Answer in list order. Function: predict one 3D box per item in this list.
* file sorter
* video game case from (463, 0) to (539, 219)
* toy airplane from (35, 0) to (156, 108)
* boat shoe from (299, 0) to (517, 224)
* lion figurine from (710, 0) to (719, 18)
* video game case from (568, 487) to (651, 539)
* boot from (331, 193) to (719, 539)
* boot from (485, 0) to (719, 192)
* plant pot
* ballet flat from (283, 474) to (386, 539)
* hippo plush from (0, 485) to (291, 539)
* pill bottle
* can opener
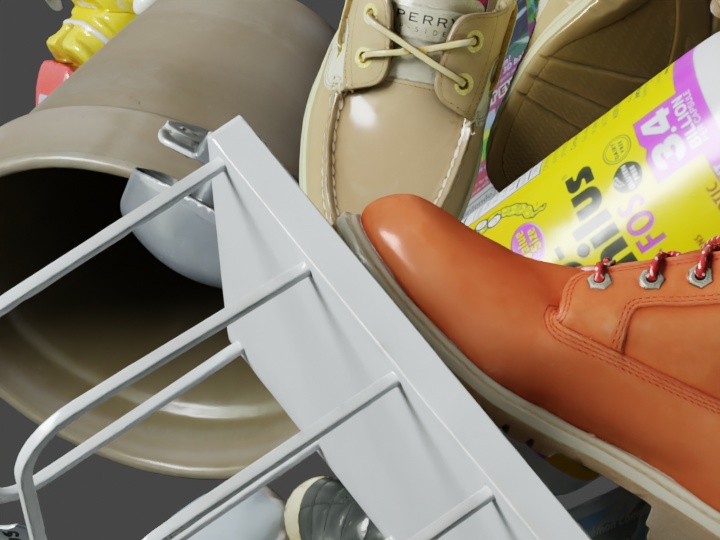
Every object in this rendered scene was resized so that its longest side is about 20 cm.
[{"bbox_3d":[-0.027,0.086,0.810,0.124,0.139,0.200,-32,66,-17],"label":"file sorter"},{"bbox_3d":[0.100,-0.072,1.076,0.200,0.023,0.183,-39,39,39],"label":"video game case"},{"bbox_3d":[-0.109,-0.167,1.357,0.200,0.141,0.200,-40,38,37],"label":"toy airplane"},{"bbox_3d":[0.021,-0.091,0.992,0.066,0.073,0.201,98,-177,-68],"label":"boat shoe"},{"bbox_3d":[0.185,-0.152,0.898,0.072,0.122,0.201,-10,59,54],"label":"lion figurine"},{"bbox_3d":[0.066,0.175,0.928,0.200,0.023,0.183,-31,44,44],"label":"video game case"},{"bbox_3d":[0.088,0.017,0.835,0.108,0.199,0.075,-57,2,12],"label":"boot"},{"bbox_3d":[0.103,-0.136,1.025,0.156,0.072,0.201,-101,33,-56],"label":"boot"},{"bbox_3d":[-0.077,-0.034,1.185,0.200,0.200,0.174,-32,27,43],"label":"plant pot"},{"bbox_3d":[0.013,0.132,0.934,0.057,0.067,0.200,-35,33,-7],"label":"ballet flat"},{"bbox_3d":[-0.060,0.186,1.005,0.159,0.200,0.161,-39,54,7],"label":"hippo plush"},{"bbox_3d":[0.084,0.011,0.922,0.200,0.104,0.105,-37,38,21],"label":"pill bottle"},{"bbox_3d":[0.000,0.000,1.025,0.067,0.199,0.053,-63,-10,10],"label":"can opener"}]
